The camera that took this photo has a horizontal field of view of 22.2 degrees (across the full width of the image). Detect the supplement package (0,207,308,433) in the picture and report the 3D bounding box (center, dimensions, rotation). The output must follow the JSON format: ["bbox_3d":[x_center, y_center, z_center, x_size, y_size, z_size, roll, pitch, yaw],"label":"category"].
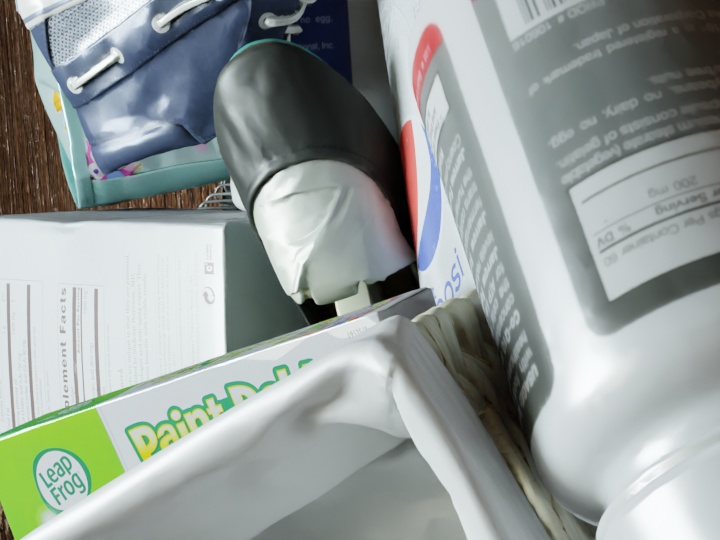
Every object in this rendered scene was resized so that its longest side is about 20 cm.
[{"bbox_3d":[-0.089,0.028,0.860,0.199,0.113,0.111,3,95,44],"label":"supplement package"}]

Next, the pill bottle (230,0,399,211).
[{"bbox_3d":[-0.008,-0.129,0.801,0.111,0.110,0.202,-170,76,-72],"label":"pill bottle"}]

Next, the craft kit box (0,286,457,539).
[{"bbox_3d":[-0.029,0.128,0.683,0.199,0.048,0.199,-20,89,32],"label":"craft kit box"}]

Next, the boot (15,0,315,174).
[{"bbox_3d":[-0.039,-0.111,0.726,0.091,0.199,0.073,65,-152,-10],"label":"boot"}]

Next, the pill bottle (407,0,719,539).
[{"bbox_3d":[0.090,0.001,0.509,0.114,0.113,0.201,109,151,-53],"label":"pill bottle"}]

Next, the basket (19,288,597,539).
[{"bbox_3d":[-0.009,0.105,0.567,0.199,0.123,0.136,-32,86,29],"label":"basket"}]

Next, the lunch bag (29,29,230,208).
[{"bbox_3d":[-0.087,-0.119,0.959,0.201,0.169,0.123,-112,17,-44],"label":"lunch bag"}]

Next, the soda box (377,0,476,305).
[{"bbox_3d":[0.056,-0.036,0.689,0.063,0.068,0.202,140,123,-70],"label":"soda box"}]

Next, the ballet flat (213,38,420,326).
[{"bbox_3d":[0.000,0.000,0.733,0.069,0.067,0.201,-97,-17,-50],"label":"ballet flat"}]

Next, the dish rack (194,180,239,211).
[{"bbox_3d":[-0.069,0.020,1.027,0.200,0.054,0.155,-62,-25,-71],"label":"dish rack"}]
